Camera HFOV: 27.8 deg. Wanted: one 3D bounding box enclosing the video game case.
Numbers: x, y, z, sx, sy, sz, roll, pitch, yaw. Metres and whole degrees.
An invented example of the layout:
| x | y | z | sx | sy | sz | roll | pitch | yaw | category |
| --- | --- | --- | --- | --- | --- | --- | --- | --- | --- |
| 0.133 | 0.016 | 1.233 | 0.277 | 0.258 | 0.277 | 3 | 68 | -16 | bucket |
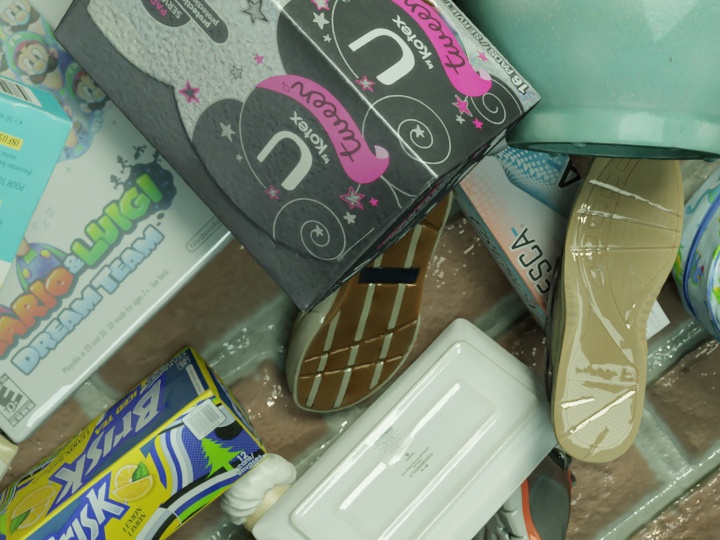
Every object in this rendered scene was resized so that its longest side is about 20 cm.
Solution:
| x | y | z | sx | sy | sz | roll | pitch | yaw | category |
| --- | --- | --- | --- | --- | --- | --- | --- | --- | --- |
| -0.178 | -0.039 | 0.796 | 0.200 | 0.024 | 0.182 | -44 | 89 | 2 | video game case |

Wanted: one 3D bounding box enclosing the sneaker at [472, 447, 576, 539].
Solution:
| x | y | z | sx | sy | sz | roll | pitch | yaw | category |
| --- | --- | --- | --- | --- | --- | --- | --- | --- | --- |
| 0.121 | 0.164 | 0.990 | 0.082 | 0.077 | 0.200 | -33 | 129 | -26 | sneaker |

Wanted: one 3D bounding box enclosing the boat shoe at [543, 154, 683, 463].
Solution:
| x | y | z | sx | sy | sz | roll | pitch | yaw | category |
| --- | --- | --- | --- | --- | --- | --- | --- | --- | --- |
| 0.144 | 0.013 | 0.874 | 0.072 | 0.065 | 0.201 | 8 | 88 | -12 | boat shoe |

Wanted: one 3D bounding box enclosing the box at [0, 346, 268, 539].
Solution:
| x | y | z | sx | sy | sz | roll | pitch | yaw | category |
| --- | --- | --- | --- | --- | --- | --- | --- | --- | --- |
| -0.158 | 0.140 | 0.888 | 0.200 | 0.070 | 0.064 | -38 | 118 | -2 | box |

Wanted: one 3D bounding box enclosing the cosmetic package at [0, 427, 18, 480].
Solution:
| x | y | z | sx | sy | sz | roll | pitch | yaw | category |
| --- | --- | --- | --- | --- | --- | --- | --- | --- | --- |
| -0.295 | 0.064 | 0.796 | 0.200 | 0.104 | 0.073 | 32 | 97 | -27 | cosmetic package |

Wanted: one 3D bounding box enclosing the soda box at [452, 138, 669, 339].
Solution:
| x | y | z | sx | sy | sz | roll | pitch | yaw | category |
| --- | --- | --- | --- | --- | --- | --- | --- | --- | --- |
| 0.115 | -0.027 | 0.919 | 0.068 | 0.064 | 0.200 | -37 | 117 | -2 | soda box |

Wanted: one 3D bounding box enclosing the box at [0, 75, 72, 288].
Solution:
| x | y | z | sx | sy | sz | roll | pitch | yaw | category |
| --- | --- | --- | --- | --- | --- | --- | --- | --- | --- |
| -0.219 | -0.003 | 0.705 | 0.082 | 0.049 | 0.200 | 19 | 104 | -31 | box |

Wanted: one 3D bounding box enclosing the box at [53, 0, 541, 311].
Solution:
| x | y | z | sx | sy | sz | roll | pitch | yaw | category |
| --- | --- | --- | --- | --- | --- | --- | --- | --- | --- |
| -0.034 | -0.105 | 0.740 | 0.200 | 0.115 | 0.132 | 47 | 134 | 3 | box |

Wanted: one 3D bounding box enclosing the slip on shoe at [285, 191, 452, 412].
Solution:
| x | y | z | sx | sy | sz | roll | pitch | yaw | category |
| --- | --- | --- | --- | --- | --- | --- | --- | --- | --- |
| 0.000 | 0.000 | 0.896 | 0.076 | 0.061 | 0.200 | 2 | 128 | -20 | slip on shoe |

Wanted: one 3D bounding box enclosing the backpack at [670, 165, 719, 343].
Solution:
| x | y | z | sx | sy | sz | roll | pitch | yaw | category |
| --- | --- | --- | --- | --- | --- | --- | --- | --- | --- |
| 0.298 | -0.028 | 0.949 | 0.200 | 0.154 | 0.163 | -29 | 124 | 8 | backpack |

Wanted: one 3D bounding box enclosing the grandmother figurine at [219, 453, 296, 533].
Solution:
| x | y | z | sx | sy | sz | roll | pitch | yaw | category |
| --- | --- | --- | --- | --- | --- | --- | --- | --- | --- |
| -0.033 | 0.203 | 0.950 | 0.121 | 0.060 | 0.200 | -47 | 119 | -45 | grandmother figurine |

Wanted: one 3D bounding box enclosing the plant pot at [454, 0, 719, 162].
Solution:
| x | y | z | sx | sy | sz | roll | pitch | yaw | category |
| --- | --- | --- | --- | --- | --- | --- | --- | --- | --- |
| 0.141 | -0.128 | 0.785 | 0.200 | 0.200 | 0.135 | 4 | 92 | -20 | plant pot |

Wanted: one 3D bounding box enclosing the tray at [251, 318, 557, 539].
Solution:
| x | y | z | sx | sy | sz | roll | pitch | yaw | category |
| --- | --- | --- | --- | --- | --- | --- | --- | --- | --- |
| 0.036 | 0.121 | 0.901 | 0.200 | 0.107 | 0.022 | -44 | 154 | -19 | tray |
